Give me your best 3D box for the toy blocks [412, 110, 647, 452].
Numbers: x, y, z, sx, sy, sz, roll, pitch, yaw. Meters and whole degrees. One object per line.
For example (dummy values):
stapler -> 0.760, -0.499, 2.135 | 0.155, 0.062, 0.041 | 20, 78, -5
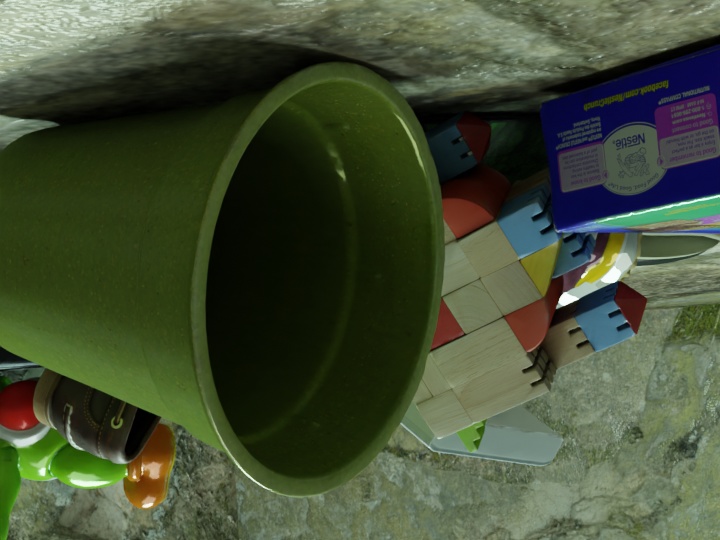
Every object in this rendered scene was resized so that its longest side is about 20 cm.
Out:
toy blocks -> 0.065, -0.003, 0.843 | 0.136, 0.200, 0.100 | -27, -166, 26

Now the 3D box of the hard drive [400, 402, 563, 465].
hard drive -> 0.028, 0.064, 1.038 | 0.132, 0.027, 0.200 | 14, -163, -47

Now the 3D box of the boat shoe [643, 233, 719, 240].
boat shoe -> 0.247, -0.053, 0.961 | 0.199, 0.076, 0.072 | -4, 173, -17

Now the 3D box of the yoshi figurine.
yoshi figurine -> -0.221, 0.114, 0.928 | 0.199, 0.112, 0.112 | -1, 180, -27

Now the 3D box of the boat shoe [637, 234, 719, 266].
boat shoe -> 0.138, -0.034, 1.013 | 0.201, 0.074, 0.063 | 2, 155, -2

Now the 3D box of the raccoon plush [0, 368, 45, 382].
raccoon plush -> -0.298, 0.032, 1.116 | 0.097, 0.200, 0.134 | -47, 163, -1

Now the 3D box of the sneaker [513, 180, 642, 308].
sneaker -> 0.091, 0.007, 0.947 | 0.090, 0.075, 0.200 | 11, 140, -18

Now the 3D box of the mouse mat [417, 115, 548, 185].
mouse mat -> 0.026, -0.031, 0.926 | 0.160, 0.008, 0.200 | -3, 148, -14

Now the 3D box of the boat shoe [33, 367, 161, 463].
boat shoe -> -0.100, 0.023, 0.880 | 0.070, 0.200, 0.070 | 22, 159, 31

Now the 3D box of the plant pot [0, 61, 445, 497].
plant pot -> -0.088, -0.005, 0.757 | 0.190, 0.201, 0.200 | 8, -178, 34

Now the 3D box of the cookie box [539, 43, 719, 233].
cookie box -> 0.224, -0.065, 0.790 | 0.200, 0.075, 0.171 | -1, 173, -37

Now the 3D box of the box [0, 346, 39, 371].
box -> -0.288, 0.007, 0.902 | 0.198, 0.124, 0.200 | -6, 176, 26
